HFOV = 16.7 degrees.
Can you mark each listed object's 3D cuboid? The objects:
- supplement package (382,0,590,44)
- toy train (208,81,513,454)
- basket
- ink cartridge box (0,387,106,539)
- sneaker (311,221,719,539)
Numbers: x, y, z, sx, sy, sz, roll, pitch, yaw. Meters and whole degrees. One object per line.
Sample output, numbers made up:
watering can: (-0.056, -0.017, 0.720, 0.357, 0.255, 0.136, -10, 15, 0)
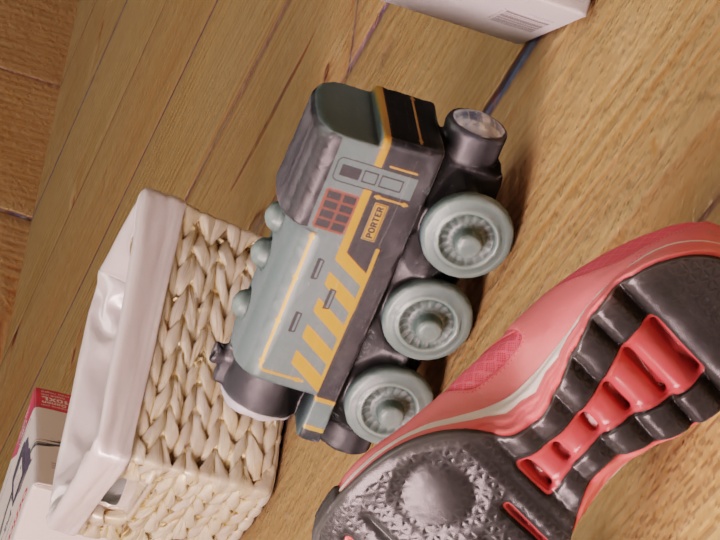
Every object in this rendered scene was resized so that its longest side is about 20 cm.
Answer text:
supplement package: (0.071, -0.229, 1.211, 0.114, 0.109, 0.202, 174, 112, -76)
toy train: (0.000, 0.000, 1.219, 0.085, 0.113, 0.201, -95, 25, -58)
basket: (-0.116, 0.072, 1.593, 0.136, 0.123, 0.201, 127, 155, -55)
ink cartridge box: (-0.265, 0.212, 2.120, 0.200, 0.084, 0.146, -109, 37, -68)
sneaker: (0.069, 0.054, 0.903, 0.200, 0.074, 0.087, -38, 12, 18)
